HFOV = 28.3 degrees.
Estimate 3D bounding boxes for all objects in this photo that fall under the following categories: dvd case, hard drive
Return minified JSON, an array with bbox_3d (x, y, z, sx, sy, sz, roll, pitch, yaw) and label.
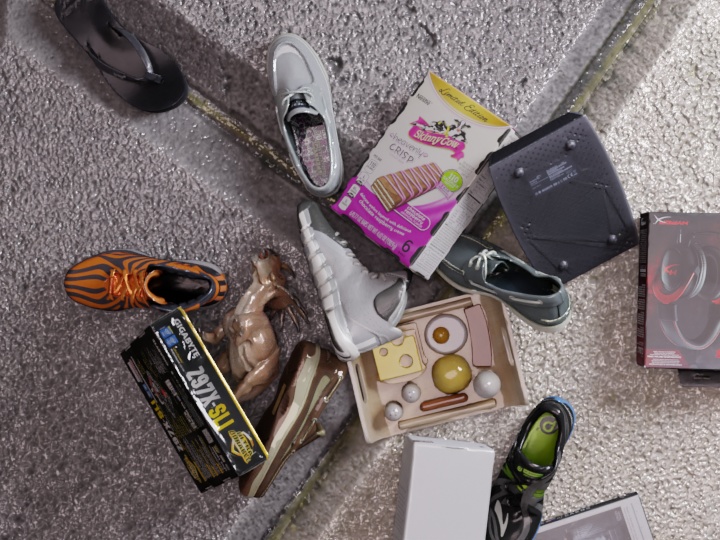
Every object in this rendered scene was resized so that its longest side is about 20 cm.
[{"bbox_3d":[0.257,0.364,1.693,0.199,0.025,0.151,-19,89,4],"label":"dvd case"},{"bbox_3d":[0.230,-0.081,1.633,0.134,0.042,0.200,-28,126,4],"label":"hard drive"}]

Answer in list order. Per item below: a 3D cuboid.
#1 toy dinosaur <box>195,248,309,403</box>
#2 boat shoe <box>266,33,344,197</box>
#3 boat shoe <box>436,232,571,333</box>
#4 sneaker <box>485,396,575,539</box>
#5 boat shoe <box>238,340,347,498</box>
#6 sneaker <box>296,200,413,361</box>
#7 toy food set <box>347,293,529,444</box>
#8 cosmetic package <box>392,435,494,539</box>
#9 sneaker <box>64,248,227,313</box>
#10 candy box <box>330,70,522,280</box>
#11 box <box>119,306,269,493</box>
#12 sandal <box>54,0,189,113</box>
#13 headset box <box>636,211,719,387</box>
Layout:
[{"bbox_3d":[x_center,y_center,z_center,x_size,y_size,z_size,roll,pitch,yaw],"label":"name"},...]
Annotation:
[{"bbox_3d":[-0.123,0.088,1.698,0.086,0.135,0.201,26,120,38],"label":"toy dinosaur"},{"bbox_3d":[-0.064,-0.186,1.689,0.070,0.072,0.202,-16,89,4],"label":"boat shoe"},{"bbox_3d":[0.158,-0.003,1.647,0.200,0.062,0.073,33,65,27],"label":"boat shoe"},{"bbox_3d":[0.190,0.239,1.663,0.070,0.083,0.201,22,90,19],"label":"sneaker"},{"bbox_3d":[-0.076,0.187,1.696,0.074,0.075,0.203,22,103,-18],"label":"boat shoe"},{"bbox_3d":[0.000,0.000,1.679,0.115,0.075,0.201,-17,75,-1],"label":"sneaker"},{"bbox_3d":[0.086,0.112,1.686,0.199,0.060,0.144,-14,90,4],"label":"toy food set"},{"bbox_3d":[0.093,0.300,1.675,0.101,0.074,0.201,7,90,-8],"label":"cosmetic package"},{"bbox_3d":[-0.261,0.012,1.687,0.199,0.112,0.078,-2,90,5],"label":"sneaker"},{"bbox_3d":[0.079,-0.111,1.660,0.136,0.061,0.200,37,93,29],"label":"candy box"},{"bbox_3d":[-0.196,0.154,1.661,0.049,0.160,0.201,-30,87,-25],"label":"box"},{"bbox_3d":[-0.294,-0.263,1.721,0.200,0.043,0.076,42,94,3],"label":"sandal"},{"bbox_3d":[0.397,0.034,1.652,0.148,0.075,0.201,2,91,4],"label":"headset box"}]
